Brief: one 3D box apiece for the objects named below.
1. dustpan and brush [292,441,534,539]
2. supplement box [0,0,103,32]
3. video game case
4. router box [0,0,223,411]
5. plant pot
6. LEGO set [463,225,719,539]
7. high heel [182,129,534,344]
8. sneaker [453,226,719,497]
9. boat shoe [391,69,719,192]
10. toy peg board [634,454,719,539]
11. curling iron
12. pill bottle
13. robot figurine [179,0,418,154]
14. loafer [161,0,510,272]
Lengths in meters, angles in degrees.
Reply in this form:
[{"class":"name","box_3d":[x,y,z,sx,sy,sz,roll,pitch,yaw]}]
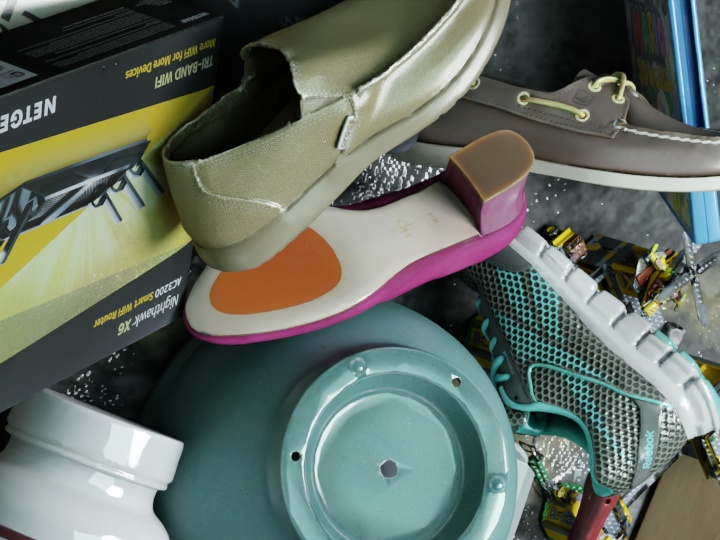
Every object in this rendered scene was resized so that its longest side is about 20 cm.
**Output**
[{"class":"dustpan and brush","box_3d":[-0.005,0.121,1.360,0.199,0.057,0.140,23,69,-8]},{"class":"supplement box","box_3d":[-0.202,-0.102,1.155,0.126,0.073,0.201,26,84,-39]},{"class":"video game case","box_3d":[0.166,-0.130,1.395,0.018,0.143,0.201,-10,109,-2]},{"class":"router box","box_3d":[-0.144,-0.028,1.129,0.200,0.052,0.158,-30,135,-54]},{"class":"plant pot","box_3d":[-0.003,0.102,1.271,0.199,0.134,0.201,2,82,-18]},{"class":"LEGO set","box_3d":[0.161,0.076,1.445,0.153,0.116,0.201,-31,118,-28]},{"class":"high heel","box_3d":[0.000,0.000,1.273,0.199,0.096,0.068,-23,70,-16]},{"class":"sneaker","box_3d":[0.095,0.042,1.350,0.091,0.200,0.078,-46,154,-8]},{"class":"boat shoe","box_3d":[0.112,-0.077,1.333,0.072,0.199,0.060,-7,103,-66]},{"class":"toy peg board","box_3d":[0.266,0.205,1.517,0.098,0.199,0.201,29,82,-53]},{"class":"curling iron","box_3d":[0.131,0.119,1.399,0.049,0.026,0.201,9,114,-53]},{"class":"pill bottle","box_3d":[-0.160,0.162,1.224,0.113,0.113,0.201,24,85,-38]},{"class":"robot figurine","box_3d":[-0.038,-0.142,1.242,0.150,0.124,0.201,-56,133,-50]},{"class":"loafer","box_3d":[-0.012,-0.086,1.155,0.200,0.076,0.067,-48,127,-6]}]
